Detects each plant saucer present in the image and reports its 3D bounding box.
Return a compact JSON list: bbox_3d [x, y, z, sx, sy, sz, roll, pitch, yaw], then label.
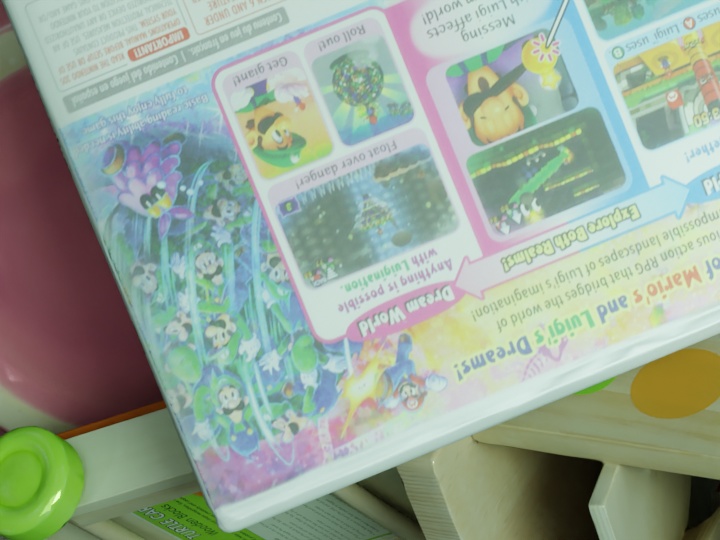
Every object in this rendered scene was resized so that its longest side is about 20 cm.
[{"bbox_3d":[-0.064,-0.017,0.859,0.200,0.051,0.201,2,116,5],"label":"plant saucer"}]

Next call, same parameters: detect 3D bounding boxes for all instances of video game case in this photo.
[{"bbox_3d":[0.021,-0.052,0.758,0.200,0.024,0.182,-22,91,-1],"label":"video game case"}]

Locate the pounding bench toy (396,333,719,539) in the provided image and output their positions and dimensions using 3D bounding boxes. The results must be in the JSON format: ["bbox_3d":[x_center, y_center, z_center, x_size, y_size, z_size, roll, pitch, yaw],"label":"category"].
[{"bbox_3d":[0.137,0.039,0.824,0.156,0.200,0.124,6,133,34],"label":"pounding bench toy"}]

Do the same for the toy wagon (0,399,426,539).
[{"bbox_3d":[-0.052,0.079,0.862,0.200,0.155,0.040,-18,61,21],"label":"toy wagon"}]

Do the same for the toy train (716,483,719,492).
[{"bbox_3d":[0.131,0.102,0.924,0.200,0.116,0.085,-44,127,1],"label":"toy train"}]
